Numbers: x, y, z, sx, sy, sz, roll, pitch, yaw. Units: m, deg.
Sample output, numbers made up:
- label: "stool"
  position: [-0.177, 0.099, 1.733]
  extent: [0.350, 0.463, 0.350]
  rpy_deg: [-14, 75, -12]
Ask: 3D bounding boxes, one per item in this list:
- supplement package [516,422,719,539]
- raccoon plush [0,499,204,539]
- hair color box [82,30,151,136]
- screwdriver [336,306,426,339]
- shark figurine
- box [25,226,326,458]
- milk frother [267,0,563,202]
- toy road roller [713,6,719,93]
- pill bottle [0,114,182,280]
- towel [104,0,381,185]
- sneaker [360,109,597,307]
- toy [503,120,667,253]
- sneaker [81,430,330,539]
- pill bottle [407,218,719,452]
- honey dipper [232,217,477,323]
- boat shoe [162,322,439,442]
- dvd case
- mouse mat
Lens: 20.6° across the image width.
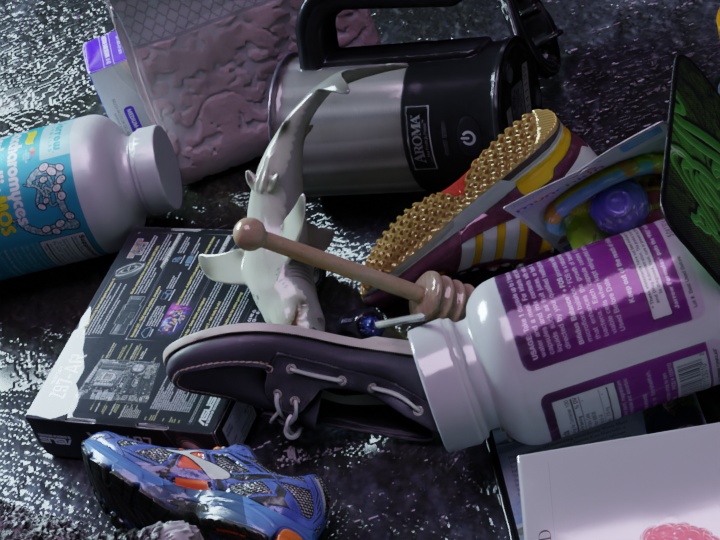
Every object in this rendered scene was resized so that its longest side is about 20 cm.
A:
- label: "supplement package"
  position: [0.199, 0.167, 1.115]
  extent: [0.198, 0.120, 0.122]
  rpy_deg: [-11, 54, 12]
- label: "raccoon plush"
  position: [-0.202, 0.184, 1.328]
  extent: [0.198, 0.097, 0.134]
  rpy_deg: [-7, 32, -4]
- label: "hair color box"
  position: [-0.116, -0.166, 1.634]
  extent: [0.199, 0.110, 0.065]
  rpy_deg: [-22, 33, 0]
- label: "screwdriver"
  position: [0.013, 0.038, 1.341]
  extent: [0.029, 0.028, 0.200]
  rpy_deg: [-37, 6, -9]
- label: "shark figurine"
  position: [-0.038, -0.051, 1.427]
  extent: [0.128, 0.089, 0.216]
  rpy_deg: [12, 91, 44]
- label: "box"
  position: [-0.132, 0.053, 1.457]
  extent: [0.159, 0.044, 0.201]
  rpy_deg: [2, 46, 25]
- label: "milk frother"
  position: [0.050, -0.147, 1.546]
  extent: [0.187, 0.182, 0.200]
  rpy_deg: [-1, 3, 22]
- label: "toy road roller"
  position: [0.339, -0.161, 1.405]
  extent: [0.123, 0.147, 0.200]
  rpy_deg: [-36, 42, -16]
- label: "pill bottle"
  position: [-0.246, -0.059, 1.576]
  extent: [0.198, 0.111, 0.111]
  rpy_deg: [-14, 41, 9]
- label: "towel"
  position: [-0.086, -0.180, 1.577]
  extent: [0.199, 0.192, 0.032]
  rpy_deg: [-21, 32, 1]
- label: "sneaker"
  position: [0.090, -0.022, 1.425]
  extent: [0.200, 0.090, 0.075]
  rpy_deg: [-38, 23, 22]
- label: "toy"
  position: [0.176, -0.037, 1.325]
  extent: [0.115, 0.200, 0.047]
  rpy_deg: [-29, 77, 12]
- label: "sneaker"
  position: [-0.104, 0.151, 1.329]
  extent: [0.199, 0.076, 0.078]
  rpy_deg: [19, 45, 28]
- label: "pill bottle"
  position: [0.136, 0.045, 1.267]
  extent: [0.199, 0.113, 0.113]
  rpy_deg: [-18, 40, 3]
- label: "honey dipper"
  position: [0.000, 0.000, 1.356]
  extent: [0.038, 0.199, 0.038]
  rpy_deg: [-37, 42, 43]
- label: "boat shoe"
  position: [-0.036, 0.080, 1.339]
  extent: [0.198, 0.073, 0.063]
  rpy_deg: [4, 61, -2]
- label: "dvd case"
  position: [0.158, 0.133, 1.264]
  extent: [0.142, 0.018, 0.201]
  rpy_deg: [-18, 42, 5]
- label: "mouse mat"
  position: [0.253, -0.027, 1.269]
  extent: [0.008, 0.200, 0.162]
  rpy_deg: [-26, 34, 34]
